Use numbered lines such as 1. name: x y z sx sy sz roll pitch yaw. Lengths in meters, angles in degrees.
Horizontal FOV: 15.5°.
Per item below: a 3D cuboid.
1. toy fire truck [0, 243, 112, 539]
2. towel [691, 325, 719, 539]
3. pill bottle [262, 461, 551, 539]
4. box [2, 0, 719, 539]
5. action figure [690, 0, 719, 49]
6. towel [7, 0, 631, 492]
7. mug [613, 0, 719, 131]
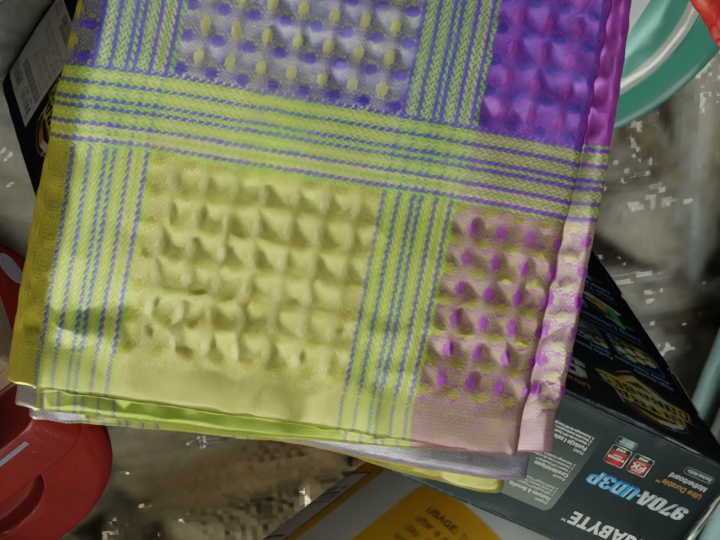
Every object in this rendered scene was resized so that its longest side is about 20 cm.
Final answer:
1. toy fire truck: -0.139 0.092 0.846 0.176 0.129 0.200 -37 145 17
2. towel: 0.194 0.067 0.921 0.171 0.048 0.200 6 123 -19
3. pill bottle: 0.007 0.129 0.863 0.200 0.113 0.113 -36 132 -29
4. box: 0.000 0.000 0.781 0.200 0.159 0.046 24 110 -28
5. action figure: 0.046 -0.139 0.601 0.200 0.099 0.065 42 80 -11
6. towel: -0.005 -0.047 0.660 0.143 0.023 0.200 8 97 -16
7. mug: 0.056 -0.114 0.746 0.185 0.114 0.152 -22 126 0
